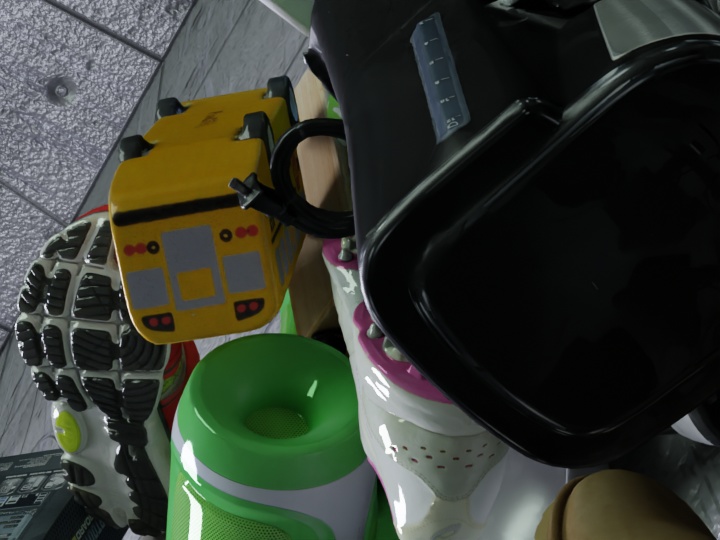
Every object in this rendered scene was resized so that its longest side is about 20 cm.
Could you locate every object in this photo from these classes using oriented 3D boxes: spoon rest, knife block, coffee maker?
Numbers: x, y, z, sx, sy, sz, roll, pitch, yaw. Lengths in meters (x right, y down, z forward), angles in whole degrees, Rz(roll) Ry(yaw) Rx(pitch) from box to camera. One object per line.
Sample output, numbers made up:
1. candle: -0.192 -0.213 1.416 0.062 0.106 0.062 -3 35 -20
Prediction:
1. spoon rest: 0.078 0.053 0.765 0.200 0.061 0.099 -66 14 -16
2. knife block: 0.000 0.000 0.927 0.064 0.200 0.176 -54 -13 32
3. coffee maker: 0.051 -0.033 0.642 0.200 0.135 0.192 -98 32 -58

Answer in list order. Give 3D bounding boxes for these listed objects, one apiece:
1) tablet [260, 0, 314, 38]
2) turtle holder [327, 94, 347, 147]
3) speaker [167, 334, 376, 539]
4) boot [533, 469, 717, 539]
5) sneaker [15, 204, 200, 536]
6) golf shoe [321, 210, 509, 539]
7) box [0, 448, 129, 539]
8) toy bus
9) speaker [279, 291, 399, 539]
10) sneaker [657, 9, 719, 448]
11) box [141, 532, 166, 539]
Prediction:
1. tablet: 0.021 -0.114 0.989 0.014 0.200 0.130 -45 20 23
2. turtle holder: 0.062 -0.101 0.866 0.141 0.186 0.132 -36 23 -14
3. speaker: -0.042 0.126 0.853 0.088 0.088 0.200 -81 -1 -52
4. boot: 0.136 0.060 0.546 0.200 0.066 0.175 -56 26 26
5. sneaker: -0.115 0.039 0.965 0.085 0.077 0.200 -66 -16 -46
6. golf shoe: 0.022 0.034 0.771 0.200 0.075 0.092 -91 3 -68
7. box: -0.233 0.161 1.018 0.200 0.051 0.158 -11 23 21
8. toy bus: -0.061 -0.033 0.878 0.200 0.065 0.078 -78 -22 -76
9. speaker: -0.004 0.060 0.998 0.088 0.088 0.200 -56 15 27
10. sneaker: 0.115 -0.025 0.718 0.090 0.066 0.200 -12 51 43
11. box: -0.061 0.132 1.057 0.078 0.095 0.200 -59 15 10
